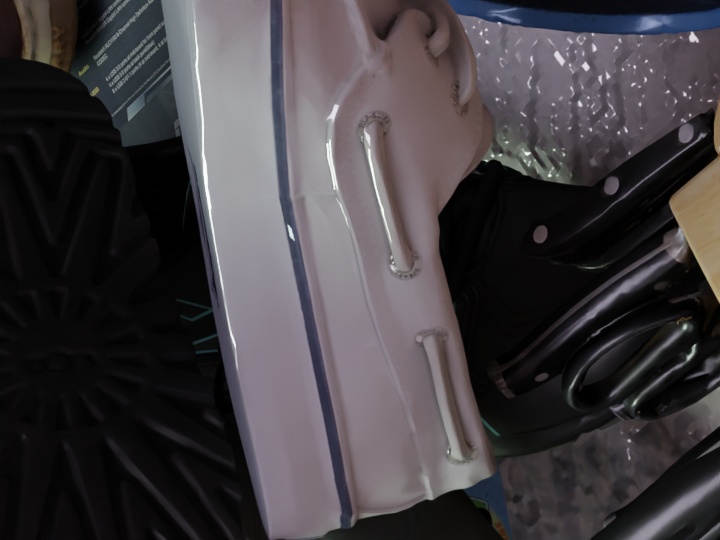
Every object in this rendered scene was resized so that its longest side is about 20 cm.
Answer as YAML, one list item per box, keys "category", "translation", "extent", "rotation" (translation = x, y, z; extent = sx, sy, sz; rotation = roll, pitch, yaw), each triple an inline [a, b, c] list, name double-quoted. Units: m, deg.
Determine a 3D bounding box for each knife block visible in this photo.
- category: "knife block"
  translation: [0.124, 0.008, 0.633]
  extent: [0.199, 0.064, 0.176]
  rotation: [12, 90, 43]

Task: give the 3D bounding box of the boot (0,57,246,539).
- category: "boot"
  translation: [-0.082, 0.070, 0.736]
  extent: [0.158, 0.079, 0.212]
  rotation: [105, 161, -47]

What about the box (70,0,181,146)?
- category: "box"
  translation: [-0.096, -0.077, 0.888]
  extent: [0.200, 0.051, 0.158]
  rotation: [-39, 79, 49]

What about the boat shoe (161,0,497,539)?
- category: "boat shoe"
  translation: [-0.005, -0.034, 0.633]
  extent: [0.074, 0.065, 0.201]
  rotation: [-109, 10, -53]

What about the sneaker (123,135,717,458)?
- category: "sneaker"
  translation: [0.000, 0.000, 0.769]
  extent: [0.199, 0.076, 0.079]
  rotation: [-3, 142, 33]

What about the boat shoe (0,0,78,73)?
- category: "boat shoe"
  translation: [-0.167, -0.103, 0.858]
  extent: [0.200, 0.072, 0.072]
  rotation: [40, 133, 31]

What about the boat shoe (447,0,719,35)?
- category: "boat shoe"
  translation: [0.020, -0.108, 0.730]
  extent: [0.199, 0.084, 0.069]
  rotation: [20, 118, 38]

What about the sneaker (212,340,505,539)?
- category: "sneaker"
  translation: [0.013, 0.085, 0.728]
  extent: [0.076, 0.090, 0.201]
  rotation: [-170, 69, -88]

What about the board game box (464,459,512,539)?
- category: "board game box"
  translation: [-0.021, 0.122, 0.862]
  extent: [0.200, 0.036, 0.152]
  rotation: [-42, 48, 45]
